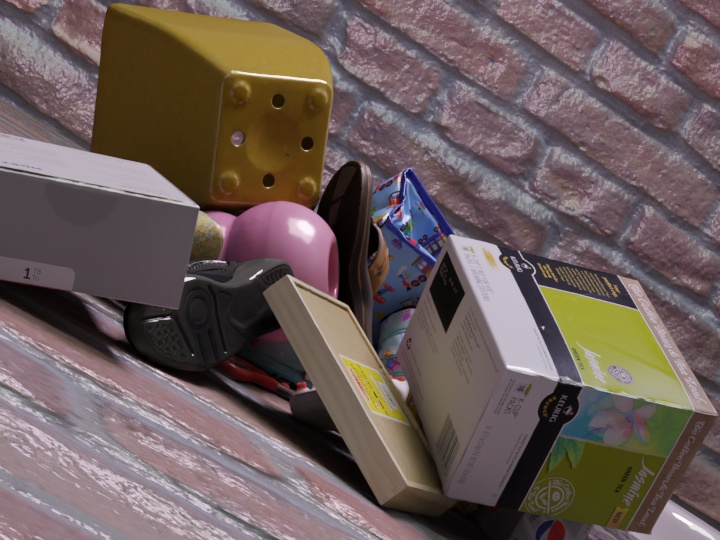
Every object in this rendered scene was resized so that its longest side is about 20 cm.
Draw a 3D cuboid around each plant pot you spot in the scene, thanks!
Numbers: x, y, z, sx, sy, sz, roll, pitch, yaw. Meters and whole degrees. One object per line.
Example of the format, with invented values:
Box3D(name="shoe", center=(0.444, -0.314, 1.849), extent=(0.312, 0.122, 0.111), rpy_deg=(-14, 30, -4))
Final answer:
Box3D(name="plant pot", center=(-0.127, -0.136, 1.407), extent=(0.193, 0.198, 0.200), rpy_deg=(2, 13, -32))

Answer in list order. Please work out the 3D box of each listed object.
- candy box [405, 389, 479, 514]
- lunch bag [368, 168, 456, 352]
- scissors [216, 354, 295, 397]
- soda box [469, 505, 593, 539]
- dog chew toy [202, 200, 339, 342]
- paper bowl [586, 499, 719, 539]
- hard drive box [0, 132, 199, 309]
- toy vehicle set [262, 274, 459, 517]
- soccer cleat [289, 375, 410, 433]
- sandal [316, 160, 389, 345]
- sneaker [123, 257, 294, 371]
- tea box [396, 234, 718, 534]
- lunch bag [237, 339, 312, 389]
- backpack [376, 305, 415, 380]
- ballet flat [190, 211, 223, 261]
Box3D(name="candy box", center=(0.091, 0.115, 1.358), extent=(0.102, 0.026, 0.201), rpy_deg=(50, 37, -23))
Box3D(name="lunch bag", center=(0.046, 0.020, 1.529), extent=(0.200, 0.150, 0.094), rpy_deg=(48, 38, -21))
Box3D(name="scissors", center=(-0.081, 0.098, 1.344), extent=(0.073, 0.014, 0.199), rpy_deg=(31, 1, 42))
Box3D(name="soda box", center=(0.140, 0.206, 1.329), extent=(0.063, 0.069, 0.200), rpy_deg=(30, 1, -13))
Box3D(name="dog chew toy", center=(-0.121, 0.000, 1.326), extent=(0.198, 0.126, 0.125), rpy_deg=(2, -4, 9))
Box3D(name="paper bowl", center=(0.300, 0.285, 1.416), extent=(0.200, 0.105, 0.201), rpy_deg=(32, 0, 0))
Box3D(name="hard drive box", center=(-0.217, -0.043, 1.084), extent=(0.154, 0.078, 0.200), rpy_deg=(11, 8, -20))
Box3D(name="toy vehicle set", center=(0.002, 0.102, 1.187), extent=(0.201, 0.026, 0.124), rpy_deg=(59, 13, 24))
Box3D(name="soccer cleat", center=(0.011, 0.131, 1.318), extent=(0.069, 0.078, 0.199), rpy_deg=(-12, -10, 33))
Box3D(name="sandal", center=(0.000, 0.000, 1.369), extent=(0.054, 0.202, 0.081), rpy_deg=(-6, 4, -33))
Box3D(name="sneaker", center=(-0.144, 0.034, 1.180), extent=(0.113, 0.077, 0.199), rpy_deg=(-5, 10, 28))
Box3D(name="tea box", center=(0.157, 0.093, 1.236), extent=(0.195, 0.135, 0.201), rpy_deg=(13, 29, -18))
Box3D(name="lunch bag", center=(-0.088, 0.055, 1.477), extent=(0.199, 0.077, 0.160), rpy_deg=(33, 0, 41))
Box3D(name="backpack", center=(0.097, 0.122, 1.498), extent=(0.166, 0.127, 0.200), rpy_deg=(-19, -47, 31))
Box3D(name="ballet flat", center=(-0.214, -0.033, 1.277), extent=(0.198, 0.071, 0.071), rpy_deg=(9, -9, 26))
